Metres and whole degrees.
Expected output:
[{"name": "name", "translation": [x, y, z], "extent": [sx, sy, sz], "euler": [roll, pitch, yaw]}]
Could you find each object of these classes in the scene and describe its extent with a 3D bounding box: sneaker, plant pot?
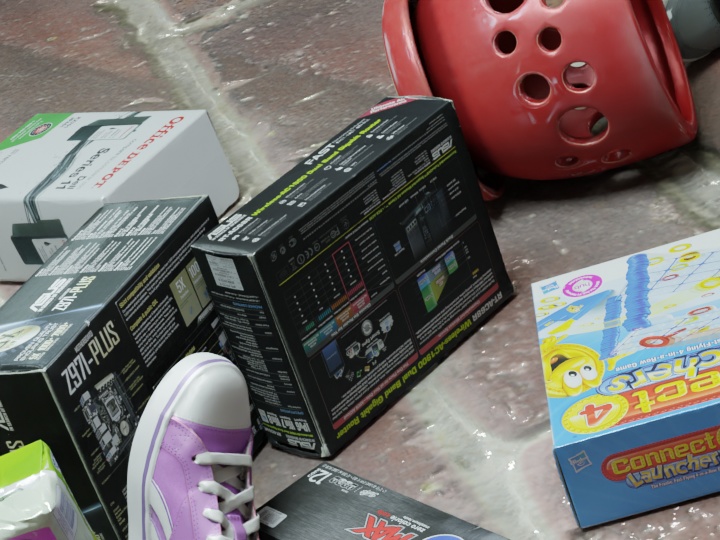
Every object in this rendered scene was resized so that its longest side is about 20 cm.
[{"name": "sneaker", "translation": [0.318, -0.221, 1.660], "extent": [0.200, 0.084, 0.121], "euler": [-38, 21, -35]}, {"name": "plant pot", "translation": [0.126, -0.156, 1.544], "extent": [0.182, 0.201, 0.201], "euler": [-21, 24, 18]}, {"name": "sneaker", "translation": [-0.065, 0.148, 1.115], "extent": [0.114, 0.201, 0.073], "euler": [10, 3, 43]}]

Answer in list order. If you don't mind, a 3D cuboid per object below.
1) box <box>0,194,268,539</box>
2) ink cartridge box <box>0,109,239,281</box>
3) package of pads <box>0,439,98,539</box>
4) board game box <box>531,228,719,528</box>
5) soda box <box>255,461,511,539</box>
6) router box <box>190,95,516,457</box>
[{"name": "box", "translation": [-0.145, 0.074, 1.318], "extent": [0.086, 0.164, 0.200], "euler": [-4, 31, 31]}, {"name": "ink cartridge box", "translation": [-0.220, -0.060, 1.736], "extent": [0.199, 0.083, 0.147], "euler": [2, 34, 37]}, {"name": "package of pads", "translation": [-0.226, 0.196, 1.150], "extent": [0.199, 0.155, 0.068], "euler": [-22, 39, 1]}, {"name": "board game box", "translation": [0.204, 0.048, 1.234], "extent": [0.199, 0.056, 0.196], "euler": [-17, 25, 8]}, {"name": "soda box", "translation": [0.026, 0.166, 1.115], "extent": [0.063, 0.071, 0.200], "euler": [-33, 28, -27]}, {"name": "router box", "translation": [0.000, 0.000, 1.372], "extent": [0.062, 0.150, 0.200], "euler": [8, 37, 45]}]
